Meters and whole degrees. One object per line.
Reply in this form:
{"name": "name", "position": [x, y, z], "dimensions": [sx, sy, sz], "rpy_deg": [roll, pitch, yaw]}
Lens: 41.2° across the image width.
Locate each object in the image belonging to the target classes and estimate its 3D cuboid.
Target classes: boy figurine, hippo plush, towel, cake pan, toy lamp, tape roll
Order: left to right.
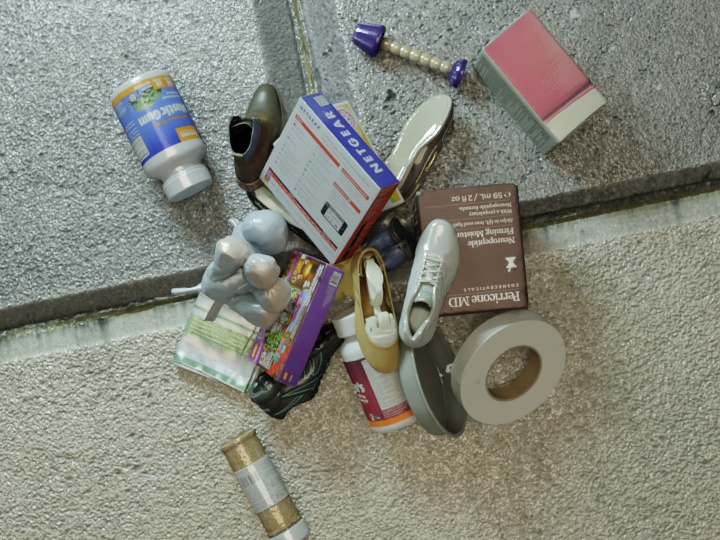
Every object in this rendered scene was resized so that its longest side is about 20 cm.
{"name": "towel", "position": [-0.220, 0.093, 1.631], "dimensions": [0.148, 0.031, 0.202], "rpy_deg": [22, 88, 1]}
{"name": "hippo plush", "position": [-0.173, -0.007, 1.574], "dimensions": [0.159, 0.200, 0.161], "rpy_deg": [41, 45, -11]}
{"name": "boy figurine", "position": [0.000, 0.000, 1.591], "dimensions": [0.199, 0.065, 0.124], "rpy_deg": [-34, 118, 21]}
{"name": "toy lamp", "position": [0.082, -0.370, 1.633], "dimensions": [0.199, 0.058, 0.059], "rpy_deg": [23, 88, 0]}
{"name": "cake pan", "position": [0.115, 0.177, 1.551], "dimensions": [0.036, 0.200, 0.202], "rpy_deg": [-20, 88, 22]}
{"name": "tape roll", "position": [0.241, 0.160, 1.563], "dimensions": [0.201, 0.037, 0.204], "rpy_deg": [-12, 122, -19]}

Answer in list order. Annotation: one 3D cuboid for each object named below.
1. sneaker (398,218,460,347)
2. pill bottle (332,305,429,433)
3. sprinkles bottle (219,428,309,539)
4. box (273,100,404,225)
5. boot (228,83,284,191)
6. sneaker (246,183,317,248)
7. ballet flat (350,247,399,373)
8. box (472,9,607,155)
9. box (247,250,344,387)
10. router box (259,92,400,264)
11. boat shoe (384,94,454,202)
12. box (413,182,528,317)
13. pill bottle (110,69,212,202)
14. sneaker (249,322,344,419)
{"name": "sneaker", "position": [0.106, 0.020, 1.443], "dimensions": [0.070, 0.080, 0.202], "rpy_deg": [13, 88, 6]}
{"name": "pill bottle", "position": [0.032, 0.155, 1.572], "dimensions": [0.109, 0.110, 0.201], "rpy_deg": [-23, 97, 0]}
{"name": "sprinkles bottle", "position": [-0.159, 0.366, 1.601], "dimensions": [0.068, 0.068, 0.201], "rpy_deg": [-29, 88, 0]}
{"name": "box", "position": [-0.037, -0.162, 1.576], "dimensions": [0.101, 0.112, 0.201], "rpy_deg": [-24, 82, -44]}
{"name": "boot", "position": [-0.172, -0.242, 1.589], "dimensions": [0.074, 0.097, 0.202], "rpy_deg": [4, 68, 7]}
{"name": "sneaker", "position": [-0.092, -0.107, 1.620], "dimensions": [0.199, 0.077, 0.089], "rpy_deg": [35, 80, 0]}
{"name": "ballet flat", "position": [0.022, 0.059, 1.487], "dimensions": [0.068, 0.063, 0.202], "rpy_deg": [-9, 73, -16]}
{"name": "box", "position": [0.295, -0.309, 1.591], "dimensions": [0.109, 0.128, 0.200], "rpy_deg": [-40, 89, -2]}
{"name": "box", "position": [-0.108, 0.075, 1.558], "dimensions": [0.039, 0.137, 0.201], "rpy_deg": [24, 88, -28]}
{"name": "router box", "position": [-0.052, -0.141, 1.490], "dimensions": [0.200, 0.049, 0.180], "rpy_deg": [50, 134, 16]}
{"name": "boat shoe", "position": [0.100, -0.203, 1.624], "dimensions": [0.072, 0.059, 0.201], "rpy_deg": [27, 84, 42]}
{"name": "box", "position": [0.176, -0.030, 1.564], "dimensions": [0.164, 0.164, 0.202], "rpy_deg": [-6, 88, 0]}
{"name": "pill bottle", "position": [-0.327, -0.222, 1.603], "dimensions": [0.111, 0.112, 0.201], "rpy_deg": [-28, 88, 0]}
{"name": "sneaker", "position": [-0.095, 0.168, 1.617], "dimensions": [0.200, 0.075, 0.079], "rpy_deg": [-40, 115, -6]}
